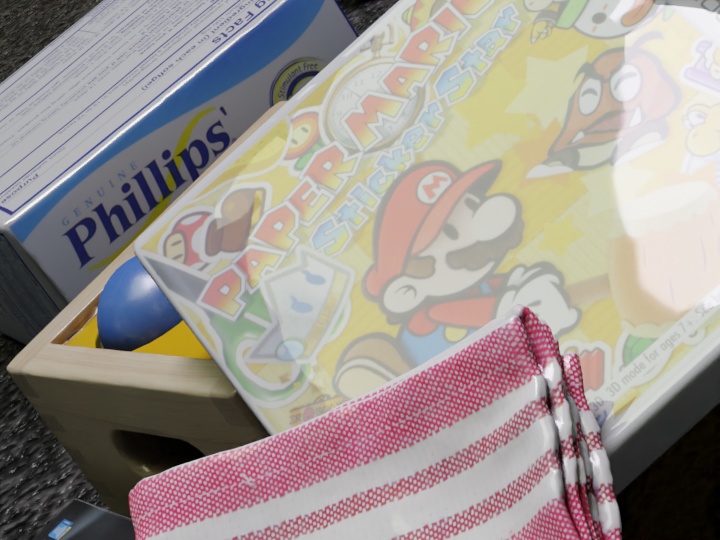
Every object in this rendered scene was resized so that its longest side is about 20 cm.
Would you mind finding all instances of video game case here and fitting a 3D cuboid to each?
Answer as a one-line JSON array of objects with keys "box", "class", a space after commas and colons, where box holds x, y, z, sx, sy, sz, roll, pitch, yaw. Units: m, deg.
[{"box": [0.048, -0.018, 0.706, 0.200, 0.023, 0.182, -42, 49, 1], "class": "video game case"}]

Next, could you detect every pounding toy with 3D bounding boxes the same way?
[{"box": [0.000, 0.000, 0.832, 0.184, 0.142, 0.200, -46, 25, -25], "class": "pounding toy"}]

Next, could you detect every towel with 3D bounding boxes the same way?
[{"box": [0.006, 0.121, 0.616, 0.146, 0.030, 0.201, -26, 55, 25], "class": "towel"}]

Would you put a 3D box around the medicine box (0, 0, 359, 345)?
[{"box": [-0.101, -0.050, 1.122, 0.182, 0.103, 0.200, -41, 24, -15], "class": "medicine box"}]

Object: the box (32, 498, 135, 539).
[{"box": [-0.118, 0.169, 0.777, 0.200, 0.050, 0.157, -43, 23, -20], "class": "box"}]
